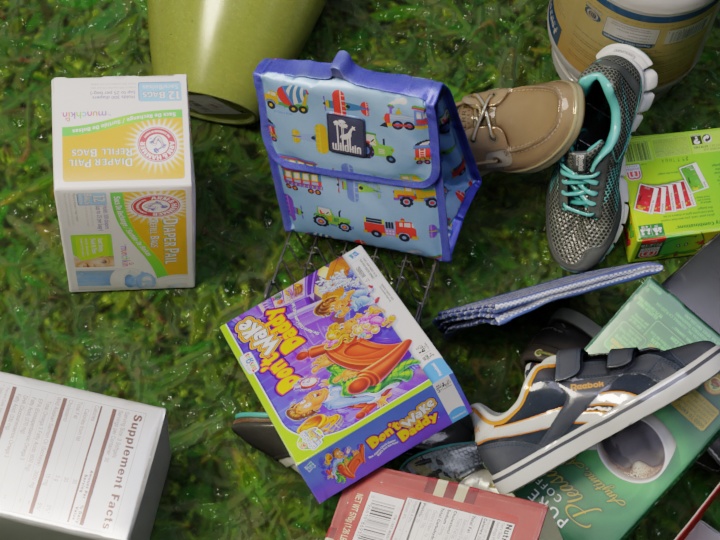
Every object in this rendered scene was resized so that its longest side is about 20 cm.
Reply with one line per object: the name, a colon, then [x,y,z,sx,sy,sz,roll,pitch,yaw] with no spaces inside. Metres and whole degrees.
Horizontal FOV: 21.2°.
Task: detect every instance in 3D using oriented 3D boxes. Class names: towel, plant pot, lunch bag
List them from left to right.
plant pot: [-0.113,-0.237,1.695,0.187,0.187,0.200,11,80,2]
lunch bag: [0.004,-0.109,1.549,0.150,0.200,0.094,11,59,18]
towel: [0.148,0.024,1.569,0.145,0.200,0.024,-16,90,-12]

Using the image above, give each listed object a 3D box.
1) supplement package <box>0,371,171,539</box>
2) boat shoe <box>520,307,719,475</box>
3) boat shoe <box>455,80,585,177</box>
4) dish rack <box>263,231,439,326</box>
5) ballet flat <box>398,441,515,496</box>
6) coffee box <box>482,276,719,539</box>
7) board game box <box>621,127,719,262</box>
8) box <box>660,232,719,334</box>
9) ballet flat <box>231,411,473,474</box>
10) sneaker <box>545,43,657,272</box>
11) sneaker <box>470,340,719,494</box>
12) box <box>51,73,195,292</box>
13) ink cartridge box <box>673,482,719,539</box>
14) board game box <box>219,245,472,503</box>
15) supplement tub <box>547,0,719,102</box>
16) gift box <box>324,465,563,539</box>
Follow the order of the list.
supplement package: [-0.260,0.158,1.522,0.200,0.117,0.117,13,65,2]
boat shoe: [0.225,0.112,1.600,0.201,0.072,0.061,36,67,21]
boat shoe: [0.111,-0.117,1.627,0.064,0.200,0.071,11,73,-32]
dish rack: [0.000,0.000,1.632,0.153,0.055,0.200,9,60,15]
ballet flat: [0.131,0.172,1.552,0.200,0.072,0.072,-4,66,-13]
coffee box: [0.204,0.118,1.490,0.123,0.044,0.200,41,92,14]
board game box: [0.327,-0.073,1.701,0.200,0.048,0.102,-7,67,-6]
box: [0.339,0.075,1.579,0.124,0.149,0.200,-40,75,-18]
ballet flat: [-0.005,0.145,1.574,0.200,0.068,0.068,-3,79,-5]
sneaker: [0.189,-0.092,1.628,0.078,0.091,0.200,15,107,22]
sneaker: [0.173,0.089,1.437,0.200,0.078,0.079,-29,82,9]
box: [-0.192,-0.069,1.583,0.112,0.200,0.101,-3,66,-5]
ink cartridge box: [0.224,0.255,1.445,0.044,0.174,0.200,37,47,13]
board game box: [-0.015,0.076,1.489,0.134,0.045,0.200,-31,36,-4]
supplement tub: [0.242,-0.242,1.689,0.144,0.200,0.145,2,65,-3]
gift box: [0.053,0.256,1.465,0.200,0.187,0.185,15,66,25]
